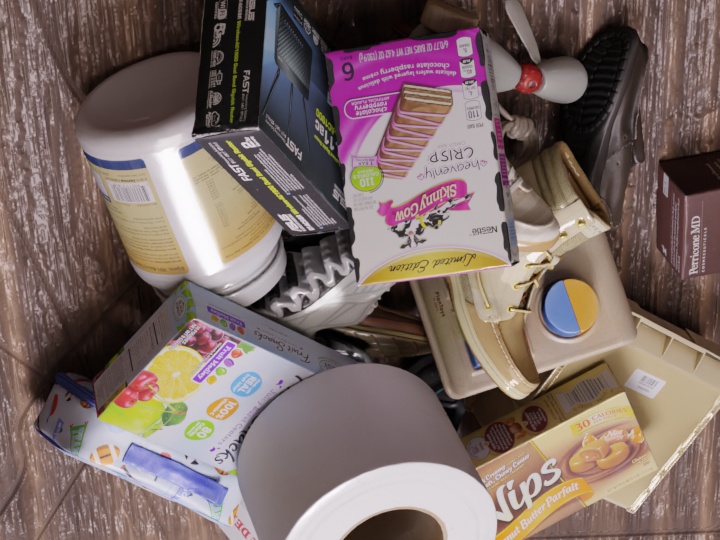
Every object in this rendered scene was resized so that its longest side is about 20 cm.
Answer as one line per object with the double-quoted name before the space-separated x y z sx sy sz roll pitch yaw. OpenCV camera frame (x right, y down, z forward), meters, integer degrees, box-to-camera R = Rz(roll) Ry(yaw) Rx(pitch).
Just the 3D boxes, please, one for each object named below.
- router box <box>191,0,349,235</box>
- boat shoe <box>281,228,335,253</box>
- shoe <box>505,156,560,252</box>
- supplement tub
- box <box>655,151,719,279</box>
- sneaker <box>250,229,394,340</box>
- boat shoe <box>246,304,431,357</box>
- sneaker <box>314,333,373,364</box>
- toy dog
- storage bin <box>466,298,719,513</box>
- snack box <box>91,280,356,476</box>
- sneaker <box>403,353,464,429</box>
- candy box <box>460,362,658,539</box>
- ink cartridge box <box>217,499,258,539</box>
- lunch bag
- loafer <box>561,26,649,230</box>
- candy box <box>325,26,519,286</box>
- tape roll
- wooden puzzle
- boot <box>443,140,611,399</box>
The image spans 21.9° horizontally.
"router box" -0.067 -0.138 1.553 0.062 0.151 0.200 -7 155 22
"boat shoe" 0.010 -0.060 1.700 0.199 0.074 0.061 -20 120 9
"shoe" 0.088 -0.082 1.611 0.199 0.070 0.054 31 136 8
"supplement tub" -0.150 -0.072 1.614 0.144 0.145 0.201 -21 125 -4
"box" 0.396 -0.066 1.832 0.199 0.075 0.101 -11 124 -9
"sneaker" 0.000 0.000 1.661 0.199 0.075 0.081 -27 126 19
"boat shoe" -0.015 0.038 1.763 0.199 0.068 0.072 12 160 -16
"sneaker" -0.084 0.097 1.759 0.199 0.079 0.076 -6 93 7
"toy dog" 0.103 -0.189 1.670 0.132 0.096 0.200 -51 134 7
"storage bin" 0.246 0.120 1.888 0.199 0.094 0.199 26 110 -28
"snack box" -0.116 0.105 1.646 0.200 0.053 0.142 27 121 -35
"sneaker" 0.040 0.175 1.856 0.075 0.079 0.201 17 116 -30
"candy box" 0.180 0.188 1.819 0.199 0.055 0.116 -27 125 1
"ink cartridge box" -0.040 0.205 1.809 0.200 0.145 0.083 -52 152 16
"lunch bag" -0.196 0.168 1.735 0.199 0.160 0.076 28 84 -30
"loafer" 0.229 -0.127 1.729 0.071 0.073 0.201 9 100 -36
"candy box" 0.052 -0.094 1.560 0.136 0.061 0.201 -8 92 12
"tape roll" 0.004 0.202 1.632 0.202 0.139 0.204 -11 127 -14
"wooden puzzle" 0.148 0.005 1.754 0.199 0.046 0.186 -17 84 -9
"boot" 0.159 0.000 1.672 0.155 0.201 0.073 -25 166 21
